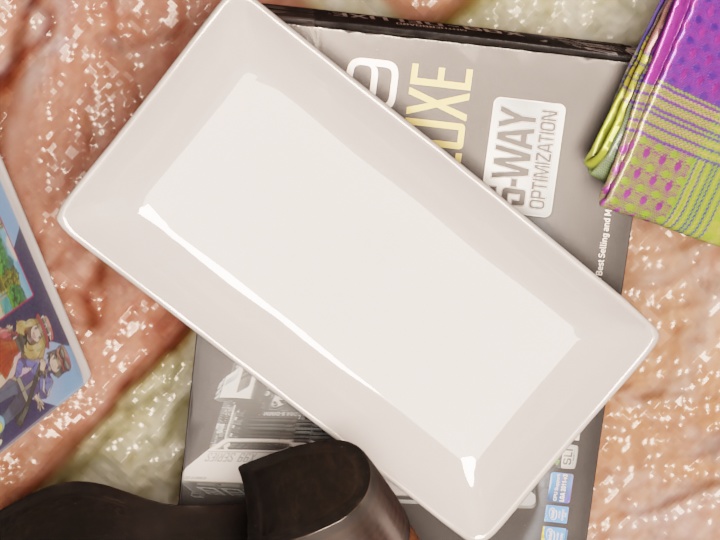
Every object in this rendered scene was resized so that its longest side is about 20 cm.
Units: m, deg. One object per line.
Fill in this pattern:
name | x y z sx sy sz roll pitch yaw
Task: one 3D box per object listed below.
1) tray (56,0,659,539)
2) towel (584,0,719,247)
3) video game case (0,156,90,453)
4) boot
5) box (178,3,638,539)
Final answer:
tray | 0.000 0.000 0.897 0.200 0.022 0.108 38 99 -10
towel | 0.170 -0.101 0.905 0.143 0.023 0.201 16 100 -34
video game case | -0.184 -0.012 0.862 0.023 0.182 0.201 -12 106 33
boot | -0.047 0.156 0.951 0.187 0.069 0.200 -19 132 7
box | 0.018 0.006 0.936 0.157 0.050 0.201 7 104 -4
